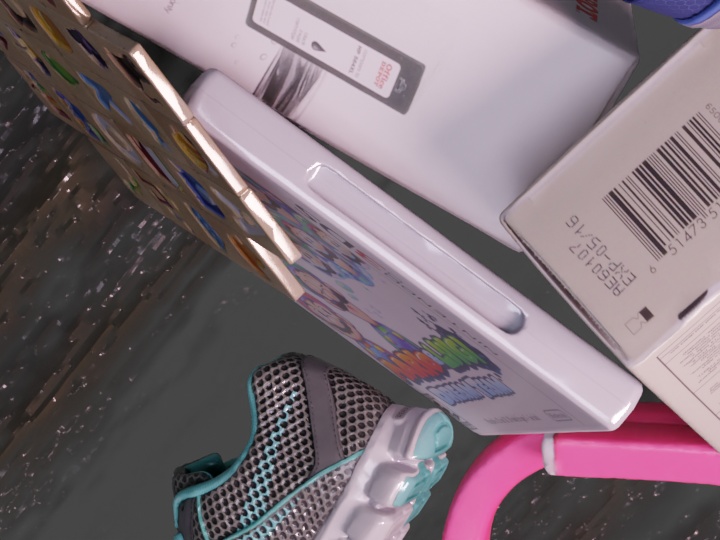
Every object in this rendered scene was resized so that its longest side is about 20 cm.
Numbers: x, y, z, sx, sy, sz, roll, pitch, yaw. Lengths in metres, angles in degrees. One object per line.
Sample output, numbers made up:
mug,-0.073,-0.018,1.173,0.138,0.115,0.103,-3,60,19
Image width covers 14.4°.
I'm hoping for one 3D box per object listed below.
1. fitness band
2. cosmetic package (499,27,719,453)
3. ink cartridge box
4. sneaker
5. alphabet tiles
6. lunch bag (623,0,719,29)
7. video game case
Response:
fitness band,0.128,0.124,1.124,0.199,0.037,0.144,4,114,15
cosmetic package,0.128,-0.005,0.989,0.103,0.200,0.073,-42,70,3
ink cartridge box,-0.005,-0.104,1.010,0.199,0.146,0.085,29,106,-5
sneaker,-0.044,0.117,1.149,0.091,0.078,0.200,35,108,10
alphabet tiles,-0.094,-0.066,0.989,0.006,0.200,0.167,-43,124,-10
lunch bag,0.141,-0.159,0.877,0.132,0.201,0.136,15,150,-19
video game case,0.000,0.000,1.031,0.182,0.200,0.024,36,81,-6
